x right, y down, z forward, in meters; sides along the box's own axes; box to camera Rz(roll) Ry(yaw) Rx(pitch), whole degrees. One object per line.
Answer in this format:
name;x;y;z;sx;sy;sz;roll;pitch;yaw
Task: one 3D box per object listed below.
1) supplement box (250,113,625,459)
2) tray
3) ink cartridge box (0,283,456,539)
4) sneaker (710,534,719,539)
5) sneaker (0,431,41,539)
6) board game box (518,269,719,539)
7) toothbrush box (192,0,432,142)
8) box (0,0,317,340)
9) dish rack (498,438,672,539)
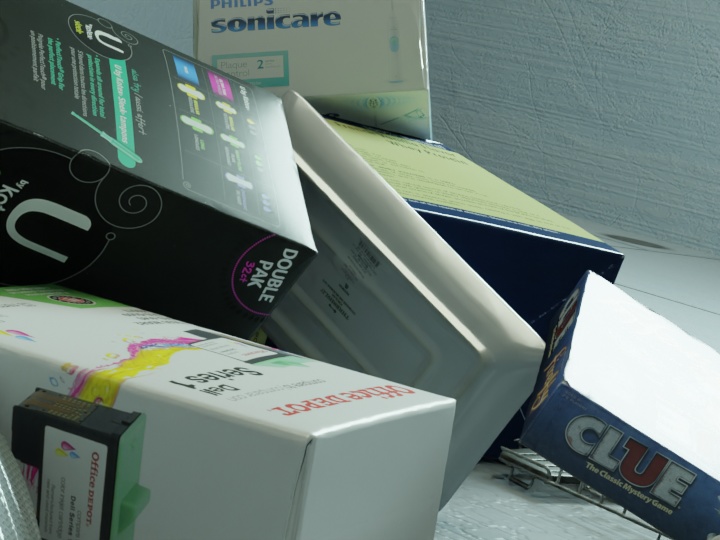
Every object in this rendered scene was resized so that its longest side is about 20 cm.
supplement box;0.000;0.000;1.070;0.200;0.134;0.200;11;16;-35
tray;-0.005;0.014;0.903;0.200;0.107;0.022;46;26;24
ink cartridge box;-0.082;0.069;0.712;0.200;0.084;0.145;15;7;22
sneaker;0.220;0.149;0.696;0.200;0.075;0.081;17;-6;20
sneaker;-0.167;0.049;0.620;0.200;0.071;0.073;52;-7;37
board game box;0.168;0.087;0.804;0.200;0.035;0.136;32;23;-1
toothbrush box;-0.026;-0.109;1.224;0.146;0.085;0.200;-3;-21;1
box;-0.146;-0.030;0.857;0.200;0.149;0.124;22;33;-30
dish rack;0.179;0.109;0.978;0.153;0.055;0.200;8;7;-39
